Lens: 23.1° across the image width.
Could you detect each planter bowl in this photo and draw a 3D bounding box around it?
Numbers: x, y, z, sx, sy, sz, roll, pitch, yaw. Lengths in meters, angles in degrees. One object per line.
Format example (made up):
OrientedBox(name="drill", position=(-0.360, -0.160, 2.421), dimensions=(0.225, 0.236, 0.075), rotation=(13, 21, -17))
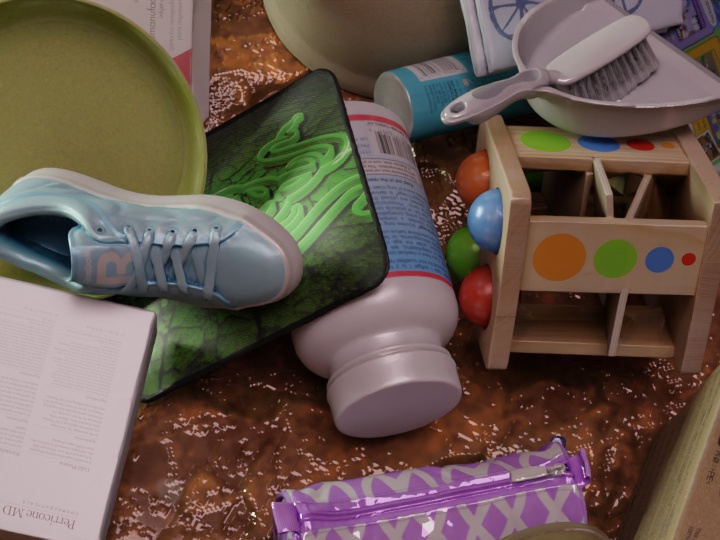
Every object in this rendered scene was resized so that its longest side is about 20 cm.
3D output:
OrientedBox(name="planter bowl", position=(0.035, -0.241, 1.254), dimensions=(0.200, 0.135, 0.201), rotation=(4, 61, -7))

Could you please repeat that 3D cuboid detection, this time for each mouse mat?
OrientedBox(name="mouse mat", position=(-0.081, -0.022, 1.119), dimensions=(0.200, 0.008, 0.161), rotation=(-27, 62, 20))

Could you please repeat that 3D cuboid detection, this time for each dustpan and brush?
OrientedBox(name="dustpan and brush", position=(0.129, -0.122, 1.113), dimensions=(0.200, 0.057, 0.140), rotation=(-31, 54, -23))

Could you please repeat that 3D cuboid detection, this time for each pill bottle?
OrientedBox(name="pill bottle", position=(0.000, 0.000, 1.131), dimensions=(0.109, 0.109, 0.200), rotation=(-8, 63, -13))

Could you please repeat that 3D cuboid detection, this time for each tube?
OrientedBox(name="tube", position=(0.107, -0.135, 1.232), dimensions=(0.200, 0.050, 0.078), rotation=(-16, 61, -25))

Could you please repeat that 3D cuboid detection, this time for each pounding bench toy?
OrientedBox(name="pounding bench toy", position=(0.135, -0.037, 1.161), dimensions=(0.156, 0.124, 0.200), rotation=(2, 29, -7))

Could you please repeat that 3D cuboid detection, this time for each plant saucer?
OrientedBox(name="plant saucer", position=(-0.193, -0.079, 1.128), dimensions=(0.200, 0.200, 0.031), rotation=(19, 16, 2))

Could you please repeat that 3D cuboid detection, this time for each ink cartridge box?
OrientedBox(name="ink cartridge box", position=(0.200, 0.165, 1.038), dimensions=(0.075, 0.165, 0.200), rotation=(24, 61, 3))
OrientedBox(name="ink cartridge box", position=(-0.202, -0.154, 1.160), dimensions=(0.200, 0.117, 0.068), rotation=(5, 18, 6))

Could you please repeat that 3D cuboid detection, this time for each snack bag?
OrientedBox(name="snack bag", position=(0.132, -0.246, 1.202), dimensions=(0.188, 0.021, 0.200), rotation=(-18, 100, -32))

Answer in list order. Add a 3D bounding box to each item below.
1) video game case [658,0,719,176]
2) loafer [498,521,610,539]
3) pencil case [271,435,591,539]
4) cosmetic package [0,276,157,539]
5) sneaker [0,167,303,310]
OrientedBox(name="video game case", position=(0.269, -0.167, 1.244), dimensions=(0.182, 0.022, 0.200), rotation=(-28, 57, 24))
OrientedBox(name="loafer", position=(0.065, 0.217, 1.015), dimensions=(0.200, 0.067, 0.076), rotation=(-31, 109, 0))
OrientedBox(name="pencil case", position=(0.044, 0.156, 1.065), dimensions=(0.200, 0.086, 0.084), rotation=(-11, 60, -13))
OrientedBox(name="cosmetic package", position=(-0.237, 0.080, 1.069), dimensions=(0.200, 0.052, 0.151), rotation=(13, 70, -2))
OrientedBox(name="sneaker", position=(-0.138, -0.006, 1.067), dimensions=(0.200, 0.074, 0.082), rotation=(10, 28, 16))
